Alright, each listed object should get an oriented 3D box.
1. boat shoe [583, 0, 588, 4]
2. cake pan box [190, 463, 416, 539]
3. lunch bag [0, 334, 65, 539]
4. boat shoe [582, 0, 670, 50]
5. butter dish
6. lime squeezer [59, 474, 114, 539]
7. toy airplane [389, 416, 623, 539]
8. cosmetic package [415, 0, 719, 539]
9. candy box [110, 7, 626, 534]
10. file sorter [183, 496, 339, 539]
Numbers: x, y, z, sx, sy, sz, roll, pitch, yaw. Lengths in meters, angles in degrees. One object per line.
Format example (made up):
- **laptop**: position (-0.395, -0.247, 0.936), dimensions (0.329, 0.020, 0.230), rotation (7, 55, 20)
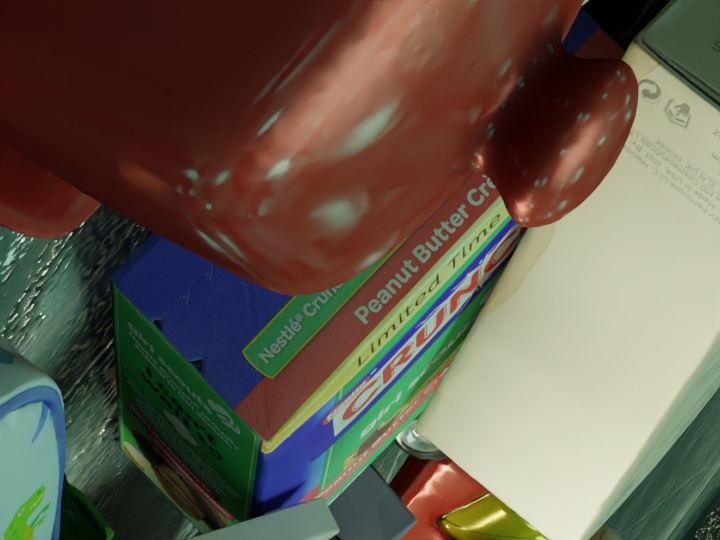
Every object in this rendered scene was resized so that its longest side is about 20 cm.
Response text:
- **boat shoe**: position (0.035, -0.094, 0.802), dimensions (0.200, 0.074, 0.060), rotation (-44, 143, 17)
- **cake pan box**: position (-0.084, 0.159, 1.094), dimensions (0.200, 0.052, 0.184), rotation (-47, 172, 29)
- **lunch bag**: position (-0.159, 0.091, 0.687), dimensions (0.200, 0.082, 0.161), rotation (-45, 165, -24)
- **boat shoe**: position (0.082, -0.138, 0.862), dimensions (0.061, 0.072, 0.202), rotation (-41, 153, -43)
- **butter dish**: position (0.000, -0.067, 0.680), dimensions (0.200, 0.148, 0.200), rotation (-52, 166, -1)
- **lime squeezer**: position (-0.115, 0.090, 0.951), dimensions (0.070, 0.038, 0.200), rotation (-8, 145, -25)
- **toy airplane**: position (0.053, 0.125, 1.326), dimensions (0.201, 0.141, 0.199), rotation (-65, -173, -5)
- **cosmetic package**: position (0.100, -0.011, 0.911), dimensions (0.104, 0.073, 0.200), rotation (-43, 168, -41)
- **candy box**: position (0.000, 0.000, 0.945), dimensions (0.169, 0.077, 0.200), rotation (-45, 168, -15)
- **file sorter**: position (-0.088, 0.181, 0.894), dimensions (0.200, 0.125, 0.139), rotation (-35, 167, 27)
